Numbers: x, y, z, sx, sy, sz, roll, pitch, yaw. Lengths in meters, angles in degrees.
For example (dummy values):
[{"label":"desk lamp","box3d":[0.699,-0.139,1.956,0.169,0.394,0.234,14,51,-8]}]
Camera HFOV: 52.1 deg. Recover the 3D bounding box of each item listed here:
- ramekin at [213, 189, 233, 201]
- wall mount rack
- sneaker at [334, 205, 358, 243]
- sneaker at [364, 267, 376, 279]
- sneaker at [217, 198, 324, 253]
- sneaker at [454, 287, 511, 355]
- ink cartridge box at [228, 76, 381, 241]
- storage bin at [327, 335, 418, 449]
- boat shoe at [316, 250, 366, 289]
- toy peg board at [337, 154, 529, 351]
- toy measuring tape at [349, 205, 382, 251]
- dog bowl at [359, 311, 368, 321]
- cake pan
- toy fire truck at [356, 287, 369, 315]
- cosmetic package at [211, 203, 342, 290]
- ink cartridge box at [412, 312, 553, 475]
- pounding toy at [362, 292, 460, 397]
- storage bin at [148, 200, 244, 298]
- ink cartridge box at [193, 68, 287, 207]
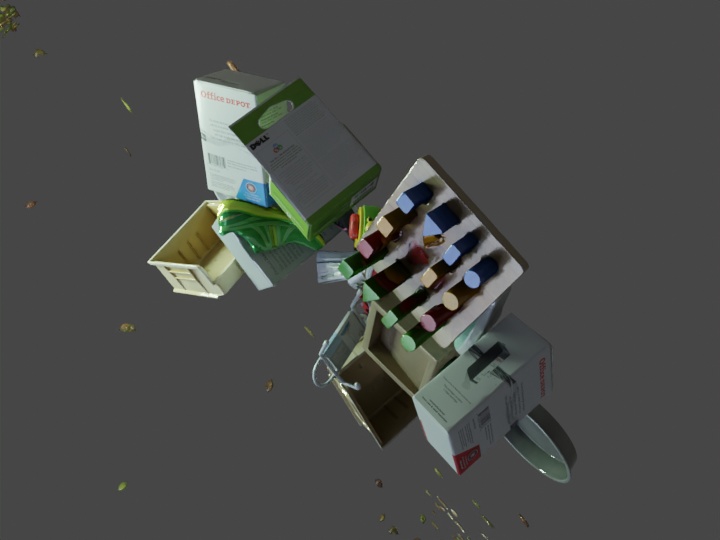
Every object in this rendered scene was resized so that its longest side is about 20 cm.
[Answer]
[{"label":"ramekin","box3d":[-0.255,-0.167,1.727,0.200,0.097,0.201,45,163,18]},{"label":"wall mount rack","box3d":[-0.021,0.125,1.377,0.074,0.201,0.174,14,151,38]},{"label":"sneaker","box3d":[-0.063,-0.105,1.321,0.070,0.099,0.201,25,151,54]},{"label":"sneaker","box3d":[0.074,-0.003,1.166,0.113,0.071,0.201,45,149,20]},{"label":"sneaker","box3d":[-0.161,-0.069,1.317,0.197,0.085,0.074,16,-170,-12]},{"label":"sneaker","box3d":[0.148,0.042,1.095,0.118,0.074,0.201,39,152,18]},{"label":"ink cartridge box","box3d":[-0.086,-0.174,1.138,0.200,0.147,0.076,49,166,8]},{"label":"storage bin","box3d":[0.059,0.221,1.527,0.093,0.199,0.200,33,157,52]},{"label":"boat shoe","box3d":[0.000,0.000,1.331,0.198,0.073,0.068,2,88,46]},{"label":"toy peg board","box3d":[0.080,-0.005,0.981,0.200,0.097,0.200,49,135,10]},{"label":"toy measuring tape","box3d":[0.011,-0.072,1.261,0.074,0.073,0.200,51,174,-2]},{"label":"dog bowl","box3d":[0.047,0.178,1.696,0.200,0.074,0.201,46,165,17]},{"label":"cake pan","box3d":[0.298,0.280,1.280,0.200,0.037,0.201,46,164,17]},{"label":"toy fire truck","box3d":[0.026,0.034,1.473,0.142,0.049,0.200,55,165,-11]},{"label":"cosmetic package","box3d":[-0.158,-0.089,1.435,0.168,0.199,0.166,53,164,-7]},{"label":"ink cartridge box","box3d":[0.185,0.181,1.081,0.084,0.199,0.145,43,163,36]},{"label":"pounding toy","box3d":[0.125,0.131,1.308,0.200,0.142,0.185,42,149,22]},{"label":"storage bin","box3d":[-0.312,-0.049,1.576,0.197,0.201,0.094,4,137,43]},{"label":"ink cartridge box","box3d":[-0.198,-0.230,1.268,0.145,0.084,0.202,19,126,30]}]
